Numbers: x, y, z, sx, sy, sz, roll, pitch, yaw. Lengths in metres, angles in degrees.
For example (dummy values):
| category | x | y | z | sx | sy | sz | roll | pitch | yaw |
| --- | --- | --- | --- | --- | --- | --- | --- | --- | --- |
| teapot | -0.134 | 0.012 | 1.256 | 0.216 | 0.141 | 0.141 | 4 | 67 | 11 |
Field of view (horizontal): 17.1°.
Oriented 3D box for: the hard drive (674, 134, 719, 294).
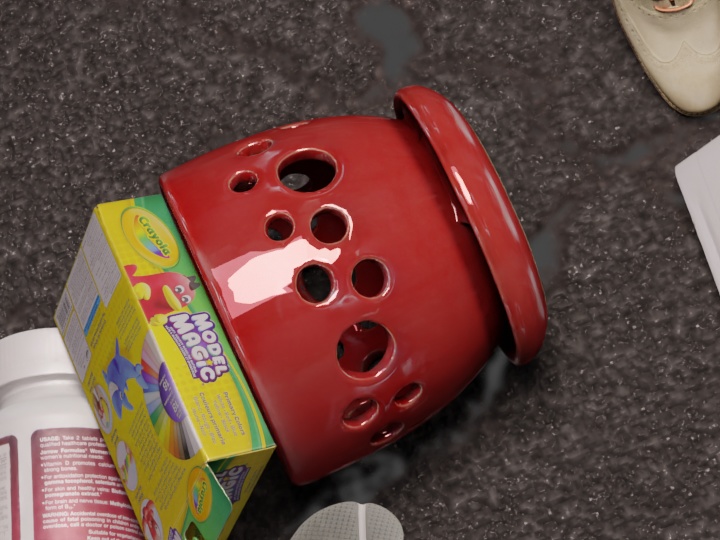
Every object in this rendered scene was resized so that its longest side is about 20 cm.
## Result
| category | x | y | z | sx | sy | sz | roll | pitch | yaw |
| --- | --- | --- | --- | --- | --- | --- | --- | --- | --- |
| hard drive | 0.280 | -0.053 | 1.386 | 0.200 | 0.027 | 0.132 | -37 | 59 | 38 |

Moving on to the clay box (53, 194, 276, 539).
| category | x | y | z | sx | sy | sz | roll | pitch | yaw |
| --- | --- | --- | --- | --- | --- | --- | --- | --- | --- |
| clay box | -0.108 | 0.072 | 1.341 | 0.047 | 0.115 | 0.200 | -12 | 61 | -29 |

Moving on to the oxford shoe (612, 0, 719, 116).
| category | x | y | z | sx | sy | sz | roll | pitch | yaw |
| --- | --- | --- | --- | --- | --- | --- | --- | --- | --- |
| oxford shoe | 0.180 | -0.181 | 1.454 | 0.071 | 0.074 | 0.201 | -17 | 107 | 15 |

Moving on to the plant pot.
| category | x | y | z | sx | sy | sz | roll | pitch | yaw |
| --- | --- | --- | --- | --- | --- | --- | --- | --- | --- |
| plant pot | 0.000 | 0.000 | 1.394 | 0.182 | 0.201 | 0.201 | -25 | 64 | -2 |

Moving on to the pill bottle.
| category | x | y | z | sx | sy | sz | roll | pitch | yaw |
| --- | --- | --- | --- | --- | --- | --- | --- | --- | --- |
| pill bottle | -0.176 | 0.143 | 1.416 | 0.109 | 0.110 | 0.201 | -9 | 65 | 8 |

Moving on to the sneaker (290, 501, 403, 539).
| category | x | y | z | sx | sy | sz | roll | pitch | yaw |
| --- | --- | --- | --- | --- | --- | --- | --- | --- | --- |
| sneaker | -0.058 | 0.210 | 1.353 | 0.200 | 0.080 | 0.070 | -25 | 49 | -20 |
